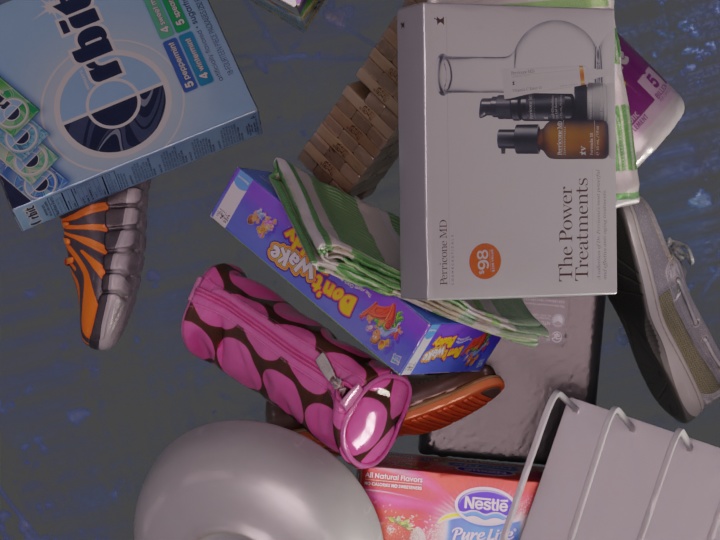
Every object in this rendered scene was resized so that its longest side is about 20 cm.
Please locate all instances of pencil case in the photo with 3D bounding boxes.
[{"bbox_3d":[-0.053,0.066,1.463,0.199,0.094,0.091,29,90,34],"label":"pencil case"}]

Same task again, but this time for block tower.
[{"bbox_3d":[0.026,-0.136,1.464,0.054,0.058,0.200,45,126,13],"label":"block tower"}]

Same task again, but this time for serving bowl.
[{"bbox_3d":[-0.084,0.215,1.444,0.198,0.066,0.202,7,114,15],"label":"serving bowl"}]

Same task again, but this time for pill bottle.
[{"bbox_3d":[0.145,-0.158,1.490,0.200,0.112,0.112,43,92,-3],"label":"pill bottle"}]

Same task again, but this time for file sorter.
[{"bbox_3d":[0.211,0.180,1.380,0.199,0.124,0.140,18,83,19],"label":"file sorter"}]

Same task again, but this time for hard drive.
[{"bbox_3d":[0.123,0.052,1.539,0.138,0.033,0.202,5,92,-1],"label":"hard drive"}]

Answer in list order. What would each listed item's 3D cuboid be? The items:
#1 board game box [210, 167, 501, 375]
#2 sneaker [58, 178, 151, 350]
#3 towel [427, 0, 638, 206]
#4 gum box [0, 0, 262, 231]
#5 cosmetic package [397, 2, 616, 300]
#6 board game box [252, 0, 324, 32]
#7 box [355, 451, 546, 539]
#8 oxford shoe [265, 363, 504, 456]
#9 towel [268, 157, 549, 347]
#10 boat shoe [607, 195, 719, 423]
[{"bbox_3d":[0.000,0.000,1.445,0.200,0.134,0.045,39,107,25],"label":"board game box"},{"bbox_3d":[-0.226,-0.041,1.517,0.111,0.078,0.202,6,82,3],"label":"sneaker"},{"bbox_3d":[0.127,-0.138,1.392,0.151,0.023,0.202,-10,96,-21],"label":"towel"},{"bbox_3d":[-0.198,-0.145,1.478,0.199,0.045,0.171,-23,69,-7],"label":"gum box"},{"bbox_3d":[0.102,-0.082,1.337,0.149,0.052,0.202,-2,92,-21],"label":"cosmetic package"},{"bbox_3d":[-0.062,-0.255,1.438,0.104,0.200,0.104,30,92,-1],"label":"board game box"},{"bbox_3d":[0.091,0.203,1.515,0.198,0.095,0.101,6,91,-1],"label":"box"},{"bbox_3d":[0.014,0.095,1.506,0.198,0.071,0.074,-15,73,15],"label":"oxford shoe"},{"bbox_3d":[0.033,-0.013,1.409,0.199,0.153,0.024,21,110,-26],"label":"towel"},{"bbox_3d":[0.239,0.023,1.505,0.064,0.074,0.203,-30,113,-13],"label":"boat shoe"}]
